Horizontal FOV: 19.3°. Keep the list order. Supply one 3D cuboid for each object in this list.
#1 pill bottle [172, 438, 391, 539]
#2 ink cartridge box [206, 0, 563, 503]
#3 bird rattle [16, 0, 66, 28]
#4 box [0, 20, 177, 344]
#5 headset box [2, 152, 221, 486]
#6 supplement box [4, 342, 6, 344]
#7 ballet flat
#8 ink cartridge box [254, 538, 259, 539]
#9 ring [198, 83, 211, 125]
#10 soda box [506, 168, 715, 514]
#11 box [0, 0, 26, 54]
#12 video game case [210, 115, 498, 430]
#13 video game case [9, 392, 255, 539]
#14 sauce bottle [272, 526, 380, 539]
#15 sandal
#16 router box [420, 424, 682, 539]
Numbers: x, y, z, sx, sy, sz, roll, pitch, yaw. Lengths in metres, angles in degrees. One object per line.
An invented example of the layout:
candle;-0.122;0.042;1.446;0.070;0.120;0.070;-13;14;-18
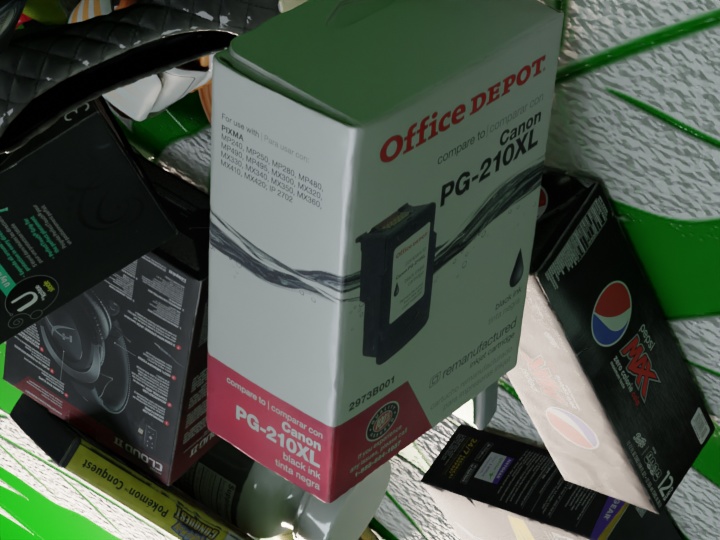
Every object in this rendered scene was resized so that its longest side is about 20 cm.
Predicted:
pill bottle;-0.081;0.118;1.490;0.199;0.111;0.111;30;157;19
ink cartridge box;0.008;-0.022;0.947;0.084;0.144;0.202;28;132;30
bird rattle;-0.190;-0.204;1.109;0.164;0.112;0.200;59;165;-18
box;-0.236;-0.048;1.225;0.149;0.199;0.125;58;178;39
headset box;-0.152;0.032;1.385;0.148;0.077;0.201;29;133;21
supplement box;-0.292;-0.042;1.520;0.199;0.101;0.104;27;155;25
ballet flat;-0.101;-0.106;1.048;0.198;0.057;0.066;-15;165;14
ink cartridge box;-0.169;0.120;1.721;0.199;0.041;0.200;28;156;25
ring;-0.006;-0.058;1.158;0.199;0.019;0.201;31;157;15
soda box;0.114;0.036;1.094;0.070;0.063;0.201;18;149;41
box;-0.202;-0.218;0.972;0.160;0.044;0.201;35;119;9
video game case;0.000;0.000;1.208;0.181;0.022;0.200;31;157;17
video game case;-0.151;0.155;1.483;0.180;0.026;0.200;34;174;-19
sauce bottle;-0.051;0.176;1.621;0.066;0.066;0.201;7;140;52
sandal;-0.128;-0.115;1.159;0.080;0.059;0.207;58;157;2
router box;0.147;0.195;1.362;0.156;0.052;0.201;14;147;45
